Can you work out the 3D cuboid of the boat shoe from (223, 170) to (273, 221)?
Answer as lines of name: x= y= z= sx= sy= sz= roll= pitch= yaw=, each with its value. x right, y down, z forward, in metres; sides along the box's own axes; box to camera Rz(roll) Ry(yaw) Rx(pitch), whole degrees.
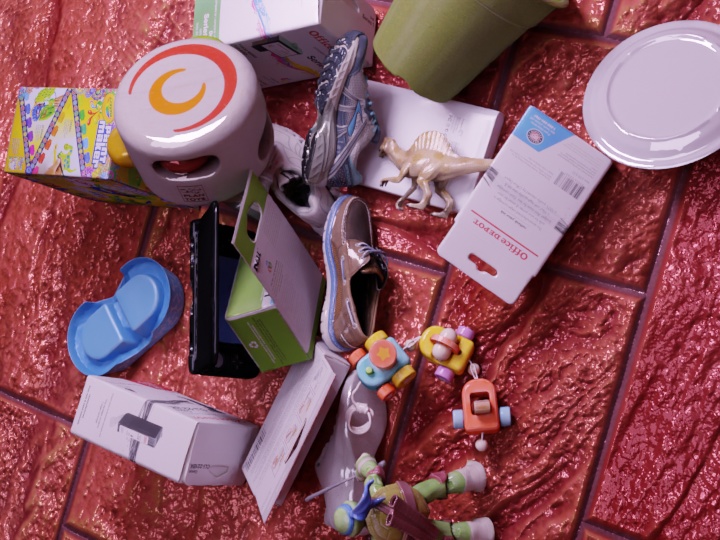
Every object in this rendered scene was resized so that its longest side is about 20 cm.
boat shoe: x=-0.169 y=-0.125 z=1.619 sx=0.065 sy=0.074 sz=0.202 roll=-61 pitch=29 yaw=5

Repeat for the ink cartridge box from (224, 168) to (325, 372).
ink cartridge box: x=-0.126 y=0.000 z=1.501 sx=0.075 sy=0.201 sz=0.149 roll=-17 pitch=37 yaw=21

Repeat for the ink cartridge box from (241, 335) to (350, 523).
ink cartridge box: x=-0.074 y=0.196 z=1.497 sx=0.201 sy=0.044 sz=0.176 roll=-64 pitch=19 yaw=6

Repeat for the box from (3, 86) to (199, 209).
box: x=-0.345 y=-0.166 z=1.685 sx=0.191 sy=0.200 sz=0.123 roll=7 pitch=84 yaw=30

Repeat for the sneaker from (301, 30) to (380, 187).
sneaker: x=-0.014 y=-0.200 z=1.530 sx=0.078 sy=0.085 sz=0.202 roll=-125 pitch=48 yaw=-65

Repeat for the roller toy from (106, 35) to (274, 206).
roller toy: x=-0.205 y=-0.178 z=1.512 sx=0.200 sy=0.140 sz=0.182 roll=-41 pitch=60 yaw=-16

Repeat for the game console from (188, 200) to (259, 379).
game console: x=-0.159 y=0.030 z=1.548 sx=0.116 sy=0.175 sz=0.202 roll=-9 pitch=76 yaw=39

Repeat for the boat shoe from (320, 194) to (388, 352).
boat shoe: x=0.000 y=0.000 z=1.518 sx=0.072 sy=0.072 sz=0.202 roll=-11 pitch=73 yaw=44

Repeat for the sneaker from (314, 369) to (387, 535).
sneaker: x=-0.021 y=0.223 z=1.510 sx=0.088 sy=0.075 sz=0.202 roll=-6 pitch=77 yaw=46

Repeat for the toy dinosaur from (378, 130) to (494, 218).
toy dinosaur: x=0.090 y=-0.119 z=1.476 sx=0.198 sy=0.058 sz=0.102 roll=11 pitch=86 yaw=31

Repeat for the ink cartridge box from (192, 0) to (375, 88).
ink cartridge box: x=-0.098 y=-0.314 z=1.595 sx=0.198 sy=0.145 sz=0.085 roll=-6 pitch=73 yaw=29

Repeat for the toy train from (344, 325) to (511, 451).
toy train: x=0.078 y=0.134 z=1.437 sx=0.198 sy=0.056 sz=0.152 roll=-1 pitch=68 yaw=7

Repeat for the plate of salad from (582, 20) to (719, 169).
plate of salad: x=0.349 y=-0.194 z=1.369 sx=0.198 sy=0.048 sz=0.202 roll=-14 pitch=56 yaw=21

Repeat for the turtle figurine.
turtle figurine: x=0.044 y=0.286 z=1.411 sx=0.145 sy=0.192 sz=0.201 roll=-113 pitch=29 yaw=-43

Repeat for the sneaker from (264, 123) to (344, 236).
sneaker: x=-0.095 y=-0.131 z=1.604 sx=0.075 sy=0.081 sz=0.200 roll=-51 pitch=60 yaw=15

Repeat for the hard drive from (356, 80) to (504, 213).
hard drive: x=0.073 y=-0.156 z=1.540 sx=0.199 sy=0.027 sz=0.133 roll=18 pitch=91 yaw=31

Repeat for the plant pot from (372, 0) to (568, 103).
plant pot: x=0.116 y=-0.311 z=1.467 sx=0.190 sy=0.199 sz=0.201 roll=-51 pitch=61 yaw=28

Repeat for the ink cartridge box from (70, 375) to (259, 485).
ink cartridge box: x=-0.254 y=0.210 z=1.599 sx=0.199 sy=0.144 sz=0.085 roll=18 pitch=90 yaw=31

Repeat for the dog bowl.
dog bowl: x=-0.329 y=0.069 z=1.723 sx=0.200 sy=0.049 sz=0.112 roll=-41 pitch=64 yaw=19

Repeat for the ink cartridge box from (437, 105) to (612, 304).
ink cartridge box: x=0.188 y=-0.075 z=1.412 sx=0.115 sy=0.067 sz=0.201 roll=35 pitch=100 yaw=4
